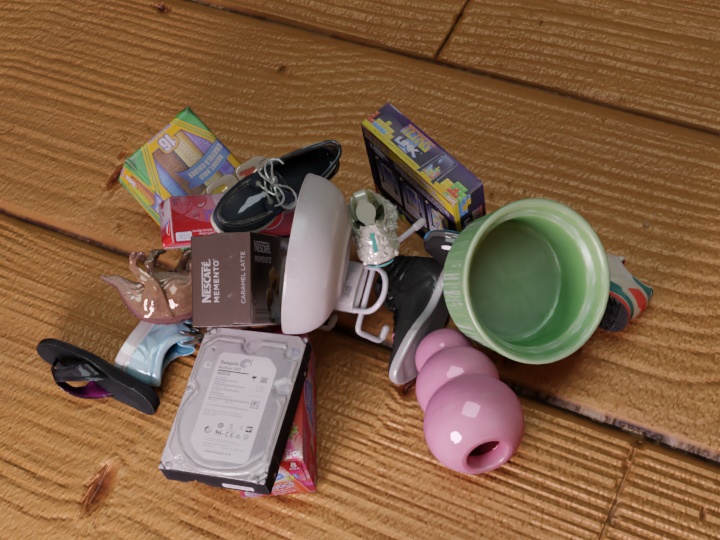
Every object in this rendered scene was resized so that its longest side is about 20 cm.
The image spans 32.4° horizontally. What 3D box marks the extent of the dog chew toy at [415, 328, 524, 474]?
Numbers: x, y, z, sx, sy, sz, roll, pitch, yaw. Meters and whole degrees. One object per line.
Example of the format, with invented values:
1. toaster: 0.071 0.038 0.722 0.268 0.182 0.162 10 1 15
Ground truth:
1. dog chew toy: 0.124 0.153 1.540 0.124 0.125 0.200 -19 46 -4

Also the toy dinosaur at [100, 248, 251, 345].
1. toy dinosaur: -0.243 0.041 1.627 0.199 0.086 0.136 0 94 -5

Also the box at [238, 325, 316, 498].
1. box: -0.111 0.176 1.572 0.099 0.096 0.201 -5 54 6

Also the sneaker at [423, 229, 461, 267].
1. sneaker: 0.159 0.022 1.611 0.200 0.073 0.082 36 75 -5

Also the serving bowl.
1. serving bowl: -0.049 -0.016 1.536 0.066 0.200 0.201 10 57 3

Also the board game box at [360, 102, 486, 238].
1. board game box: 0.091 -0.111 1.698 0.057 0.166 0.200 -35 58 -16

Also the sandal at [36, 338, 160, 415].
1. sandal: -0.359 0.145 1.647 0.200 0.075 0.048 22 58 22

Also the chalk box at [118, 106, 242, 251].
1. chalk box: -0.227 -0.104 1.750 0.124 0.124 0.200 -42 92 -19

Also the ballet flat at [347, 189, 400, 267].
1. ballet flat: 0.014 -0.070 1.607 0.071 0.072 0.200 -15 23 -2

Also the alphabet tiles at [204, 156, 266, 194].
1. alphabet tiles: -0.125 -0.052 1.705 0.195 0.015 0.200 -34 97 -20

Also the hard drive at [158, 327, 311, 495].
1. hard drive: -0.149 0.166 1.505 0.139 0.038 0.201 6 57 17

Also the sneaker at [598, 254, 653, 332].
1. sneaker: 0.299 0.003 1.654 0.093 0.071 0.200 -27 49 -35

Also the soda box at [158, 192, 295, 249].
1. soda box: -0.163 -0.069 1.646 0.199 0.070 0.064 -5 86 -21

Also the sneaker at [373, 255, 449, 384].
1. sneaker: 0.055 0.061 1.648 0.099 0.071 0.200 11 57 26

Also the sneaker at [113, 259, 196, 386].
1. sneaker: -0.249 0.076 1.691 0.082 0.074 0.200 29 66 6

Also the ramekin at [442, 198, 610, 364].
1. ramekin: 0.199 0.013 1.542 0.199 0.098 0.201 0 89 -20

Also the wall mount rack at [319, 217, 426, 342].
1. wall mount rack: 0.000 0.000 1.637 0.200 0.074 0.174 9 80 51

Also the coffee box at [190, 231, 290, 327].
1. coffee box: -0.140 0.013 1.566 0.079 0.200 0.115 -3 87 15

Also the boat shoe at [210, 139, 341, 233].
1. boat shoe: -0.105 -0.109 1.600 0.200 0.062 0.075 -28 80 -26
